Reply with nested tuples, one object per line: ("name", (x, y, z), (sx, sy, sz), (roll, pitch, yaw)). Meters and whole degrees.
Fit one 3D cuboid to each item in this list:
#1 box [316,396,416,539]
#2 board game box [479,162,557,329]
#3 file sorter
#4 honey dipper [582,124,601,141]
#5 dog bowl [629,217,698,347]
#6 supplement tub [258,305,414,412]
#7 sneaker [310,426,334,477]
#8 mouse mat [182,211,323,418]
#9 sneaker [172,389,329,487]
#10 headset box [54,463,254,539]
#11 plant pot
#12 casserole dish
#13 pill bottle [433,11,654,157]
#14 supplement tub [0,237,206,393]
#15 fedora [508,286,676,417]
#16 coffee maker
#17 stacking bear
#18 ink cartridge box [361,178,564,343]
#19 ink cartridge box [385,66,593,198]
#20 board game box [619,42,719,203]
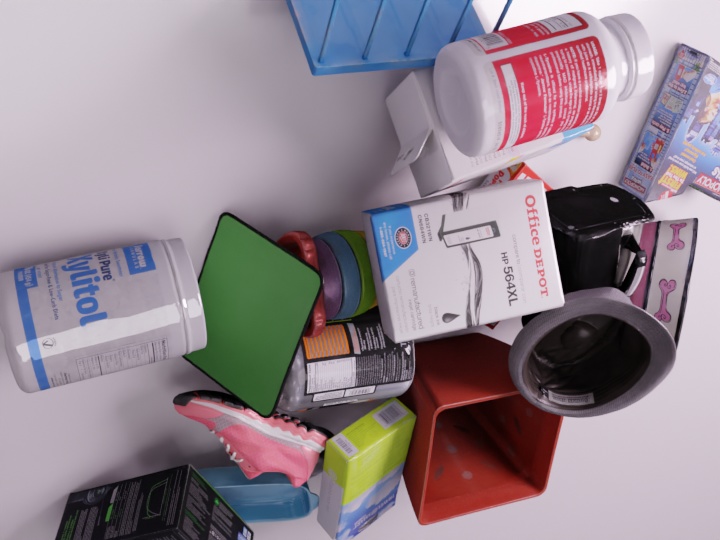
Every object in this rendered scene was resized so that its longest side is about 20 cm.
("box", (0.005, 0.270, 1.166), (0.121, 0.048, 0.201), (-28, 143, -34))
("board game box", (0.185, -0.036, 1.171), (0.151, 0.046, 0.200), (31, 103, -37))
("file sorter", (0.039, -0.290, 0.863), (0.198, 0.140, 0.123), (-9, 154, -21))
("honey dipper", (0.225, -0.178, 1.115), (0.198, 0.038, 0.038), (-5, 121, -27))
("dog bowl", (0.421, 0.020, 1.242), (0.073, 0.200, 0.202), (10, 124, 17))
("supplement tub", (-0.042, 0.109, 1.105), (0.198, 0.123, 0.123), (-4, 121, -22))
("sneaker", (-0.119, 0.238, 1.182), (0.199, 0.071, 0.080), (29, 122, -30))
("mouse mat", (-0.132, 0.052, 1.019), (0.008, 0.160, 0.201), (-15, 132, -58))
("sneaker", (-0.140, 0.208, 1.078), (0.199, 0.074, 0.087), (21, 85, -10))
("headset box", (-0.266, 0.351, 1.126), (0.199, 0.093, 0.175), (-17, 130, 17))
("plant pot", (0.142, 0.195, 1.211), (0.198, 0.176, 0.201), (-8, 123, -21))
("casserole dish", (-0.154, 0.299, 1.181), (0.198, 0.039, 0.122), (-3, 142, -2))
("pill bottle", (0.182, -0.190, 0.874), (0.198, 0.112, 0.113), (-17, 125, -13))
("supplement tub", (-0.277, 0.046, 0.949), (0.198, 0.132, 0.133), (-14, 124, -18))
("fedora", (0.272, 0.085, 1.061), (0.176, 0.091, 0.200), (30, 126, -12))
("coffee maker", (0.265, 0.004, 1.143), (0.190, 0.135, 0.201), (1, 122, 2))
("stacking bear", (0.000, 0.000, 1.069), (0.199, 0.113, 0.123), (-11, 95, -30))
("ink cartridge box", (0.114, -0.014, 0.991), (0.198, 0.084, 0.147), (-12, 96, -6))
("ink cartridge box", (0.127, -0.170, 0.984), (0.199, 0.129, 0.126), (-20, 90, -13))
("board game box", (0.458, -0.174, 1.209), (0.199, 0.062, 0.201), (19, 110, -33))
